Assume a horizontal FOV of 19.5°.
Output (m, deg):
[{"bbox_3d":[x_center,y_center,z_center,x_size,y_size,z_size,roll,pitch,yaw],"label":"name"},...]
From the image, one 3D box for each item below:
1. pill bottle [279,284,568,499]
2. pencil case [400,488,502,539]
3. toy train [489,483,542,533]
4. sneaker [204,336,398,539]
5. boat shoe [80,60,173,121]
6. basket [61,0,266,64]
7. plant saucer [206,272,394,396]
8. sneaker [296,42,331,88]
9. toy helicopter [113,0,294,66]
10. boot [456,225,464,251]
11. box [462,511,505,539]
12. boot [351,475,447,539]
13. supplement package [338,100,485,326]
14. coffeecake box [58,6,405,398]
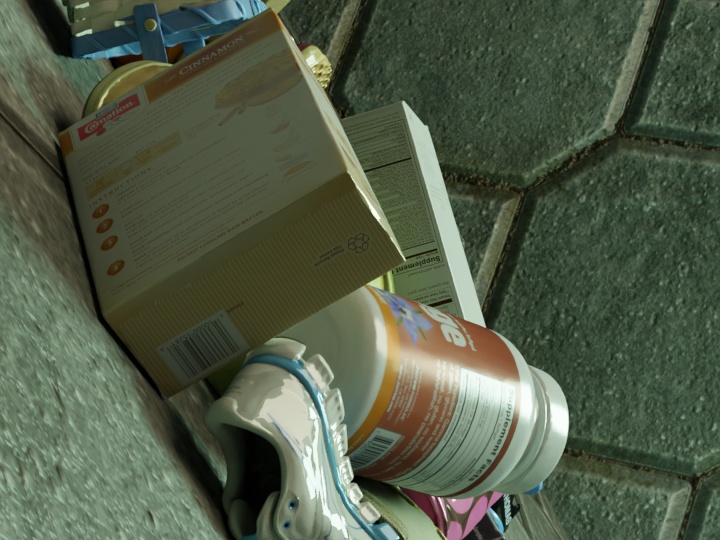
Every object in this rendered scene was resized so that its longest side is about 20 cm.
[{"bbox_3d":[0.035,0.079,1.295,0.200,0.112,0.112,20,32,-43],"label":"pill bottle"},{"bbox_3d":[0.055,0.145,1.498,0.200,0.093,0.091,-30,132,-63],"label":"pencil case"},{"bbox_3d":[0.082,0.139,1.721,0.114,0.087,0.200,25,-36,30],"label":"toy train"},{"bbox_3d":[-0.034,0.143,1.141,0.087,0.075,0.201,-40,110,-52],"label":"sneaker"},{"bbox_3d":[-0.105,-0.094,1.354,0.200,0.063,0.073,-7,107,-60],"label":"boat shoe"},{"bbox_3d":[-0.134,-0.165,1.499,0.176,0.139,0.201,-18,92,-85],"label":"basket"},{"bbox_3d":[-0.040,0.005,1.343,0.200,0.031,0.201,19,64,-44],"label":"plant saucer"},{"bbox_3d":[-0.097,-0.145,1.735,0.090,0.075,0.200,51,-37,6],"label":"sneaker"},{"bbox_3d":[-0.094,-0.189,1.645,0.079,0.200,0.132,45,3,-42],"label":"toy helicopter"},{"bbox_3d":[-0.020,-0.031,1.751,0.165,0.199,0.066,143,-40,-85],"label":"boot"},{"bbox_3d":[0.103,0.257,1.635,0.143,0.036,0.201,-122,-166,-64],"label":"box"},{"bbox_3d":[0.030,0.199,1.315,0.200,0.072,0.155,52,4,-1],"label":"boot"},{"bbox_3d":[0.000,0.000,1.527,0.191,0.147,0.201,12,62,-83],"label":"supplement package"},{"bbox_3d":[-0.079,-0.044,1.194,0.073,0.153,0.200,56,6,-36],"label":"coffeecake box"}]
